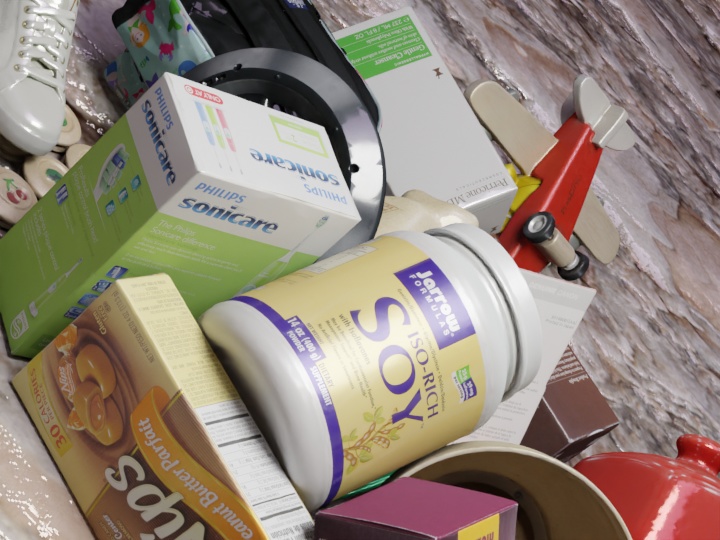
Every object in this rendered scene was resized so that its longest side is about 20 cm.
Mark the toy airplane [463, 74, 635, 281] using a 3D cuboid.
[{"bbox_3d":[0.165,-0.087,1.822,0.199,0.141,0.200,-16,102,-46],"label":"toy airplane"}]

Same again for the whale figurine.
[{"bbox_3d":[0.000,0.000,1.498,0.159,0.104,0.200,23,33,37],"label":"whale figurine"}]

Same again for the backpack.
[{"bbox_3d":[-0.088,-0.141,1.525,0.177,0.151,0.200,-11,57,-52],"label":"backpack"}]

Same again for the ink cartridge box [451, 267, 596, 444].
[{"bbox_3d":[0.054,0.063,1.438,0.200,0.176,0.045,15,17,-36],"label":"ink cartridge box"}]

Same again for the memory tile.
[{"bbox_3d":[-0.260,-0.096,1.374,0.153,0.017,0.200,54,30,7],"label":"memory tile"}]

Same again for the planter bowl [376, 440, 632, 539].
[{"bbox_3d":[0.080,0.205,1.343,0.200,0.200,0.135,46,2,-8],"label":"planter bowl"}]

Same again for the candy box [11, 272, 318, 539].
[{"bbox_3d":[-0.122,0.116,1.215,0.055,0.115,0.200,-10,64,-56],"label":"candy box"}]

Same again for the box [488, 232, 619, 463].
[{"bbox_3d":[0.120,0.071,1.647,0.200,0.075,0.100,56,29,15],"label":"box"}]

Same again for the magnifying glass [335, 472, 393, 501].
[{"bbox_3d":[0.023,0.133,1.418,0.200,0.080,0.022,11,15,-34],"label":"magnifying glass"}]

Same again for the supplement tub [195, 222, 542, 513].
[{"bbox_3d":[0.003,0.059,1.276,0.200,0.145,0.145,-24,73,-29],"label":"supplement tub"}]

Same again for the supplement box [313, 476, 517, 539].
[{"bbox_3d":[0.030,0.239,1.202,0.110,0.086,0.200,-11,107,-58],"label":"supplement box"}]

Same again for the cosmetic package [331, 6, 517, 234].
[{"bbox_3d":[0.038,-0.114,1.694,0.108,0.085,0.200,-23,68,-19],"label":"cosmetic package"}]

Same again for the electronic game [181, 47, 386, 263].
[{"bbox_3d":[-0.077,-0.060,1.402,0.200,0.200,0.042,59,12,17],"label":"electronic game"}]

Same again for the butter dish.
[{"bbox_3d":[0.240,0.196,1.513,0.200,0.199,0.148,34,72,-25],"label":"butter dish"}]

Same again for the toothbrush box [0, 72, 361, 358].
[{"bbox_3d":[-0.124,-0.020,1.285,0.146,0.200,0.086,15,45,-45],"label":"toothbrush box"}]

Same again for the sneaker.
[{"bbox_3d":[-0.235,-0.175,1.400,0.073,0.085,0.200,23,40,-42],"label":"sneaker"}]
